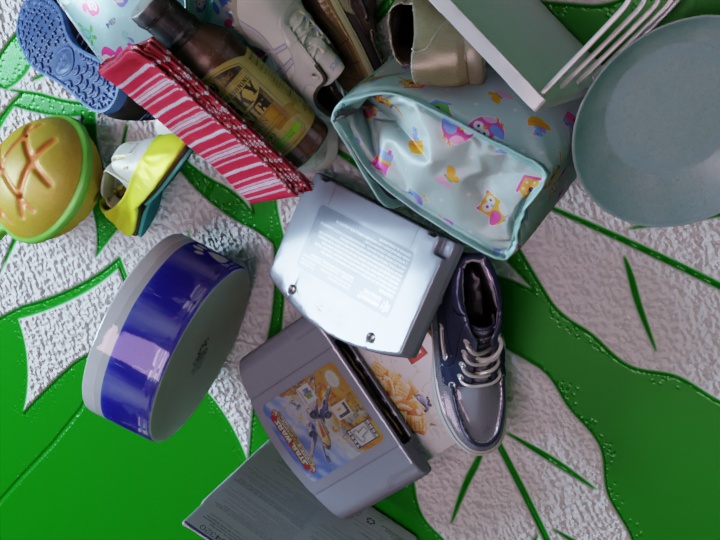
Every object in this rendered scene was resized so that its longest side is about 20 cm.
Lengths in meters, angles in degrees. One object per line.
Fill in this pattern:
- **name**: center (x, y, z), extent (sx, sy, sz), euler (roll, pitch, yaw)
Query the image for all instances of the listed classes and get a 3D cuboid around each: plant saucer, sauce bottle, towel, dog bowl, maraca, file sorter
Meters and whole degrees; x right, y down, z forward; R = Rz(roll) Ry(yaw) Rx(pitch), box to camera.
- **plant saucer**: center (0.270, -0.130, 1.182), extent (0.200, 0.039, 0.202), euler (-5, 125, -7)
- **sauce bottle**: center (-0.117, -0.170, 1.239), extent (0.065, 0.065, 0.200), euler (-35, 117, 31)
- **towel**: center (-0.143, -0.129, 1.255), extent (0.200, 0.023, 0.145), euler (42, 164, -19)
- **dog bowl**: center (-0.193, 0.069, 1.413), extent (0.079, 0.200, 0.201), euler (26, 118, 10)
- **maraca**: center (-0.346, -0.093, 1.478), extent (0.200, 0.107, 0.138), euler (-11, 68, 42)
- **file sorter**: center (0.166, -0.229, 1.131), extent (0.139, 0.200, 0.125), euler (48, 116, 8)

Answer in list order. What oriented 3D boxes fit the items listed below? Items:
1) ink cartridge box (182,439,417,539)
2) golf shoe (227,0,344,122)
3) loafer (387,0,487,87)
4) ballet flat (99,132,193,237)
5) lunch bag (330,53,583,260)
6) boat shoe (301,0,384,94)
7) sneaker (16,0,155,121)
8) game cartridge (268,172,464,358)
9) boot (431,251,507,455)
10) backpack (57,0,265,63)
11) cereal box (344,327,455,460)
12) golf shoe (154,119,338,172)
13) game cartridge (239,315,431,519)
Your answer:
- **ink cartridge box**: center (-0.063, 0.278, 1.433), extent (0.196, 0.200, 0.043), euler (33, 119, 11)
- **golf shoe**: center (-0.055, -0.211, 1.259), extent (0.097, 0.078, 0.200), euler (20, 151, 24)
- **loafer**: center (0.054, -0.219, 1.200), extent (0.067, 0.200, 0.076), euler (-10, 123, -8)
- **ballet flat**: center (-0.223, -0.092, 1.404), extent (0.067, 0.067, 0.200), euler (35, 150, -6)
- **lunch bag**: center (0.088, -0.122, 1.227), extent (0.200, 0.170, 0.122), euler (28, 127, 12)
- **boat shoe**: center (-0.014, -0.242, 1.288), extent (0.201, 0.066, 0.072), euler (59, 159, -18)
- **sneaker**: center (-0.274, -0.211, 1.419), extent (0.200, 0.078, 0.070), euler (46, 109, 32)
- **game cartridge**: center (0.000, 0.000, 1.329), extent (0.200, 0.040, 0.134), euler (30, 96, 41)
- **boot**: center (0.105, 0.081, 1.317), extent (0.072, 0.090, 0.201), euler (-12, 93, -10)
- **backpack**: center (-0.179, -0.261, 1.317), extent (0.177, 0.151, 0.200), euler (-27, 103, 36)
- **cereal box**: center (0.026, 0.135, 1.430), extent (0.200, 0.040, 0.144), euler (-38, 91, 31)
- **golf shoe**: center (-0.124, -0.134, 1.368), extent (0.199, 0.092, 0.076), euler (9, 114, 23)
- **game cartridge**: center (-0.033, 0.149, 1.419), extent (0.133, 0.042, 0.200), euler (-35, 89, 26)
